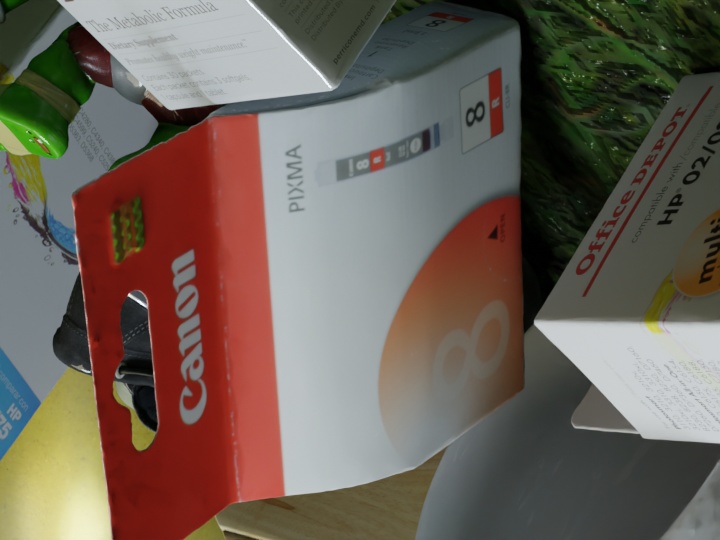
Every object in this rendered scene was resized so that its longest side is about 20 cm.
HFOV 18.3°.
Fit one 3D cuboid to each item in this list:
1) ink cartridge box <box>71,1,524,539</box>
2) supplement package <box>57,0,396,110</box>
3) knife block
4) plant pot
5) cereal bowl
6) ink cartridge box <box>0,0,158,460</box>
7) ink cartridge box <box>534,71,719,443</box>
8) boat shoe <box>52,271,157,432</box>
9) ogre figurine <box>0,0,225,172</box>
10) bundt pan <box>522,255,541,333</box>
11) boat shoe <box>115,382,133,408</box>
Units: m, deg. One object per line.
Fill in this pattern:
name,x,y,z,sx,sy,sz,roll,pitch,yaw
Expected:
ink cartridge box,-0.013,0.009,0.809,0.050,0.200,0.163,17,124,32
supplement package,-0.074,-0.160,0.723,0.200,0.110,0.113,44,157,-26
knife block,0.026,0.103,1.026,0.201,0.175,0.064,62,-179,30
plant pot,-0.136,0.053,1.219,0.199,0.200,0.143,23,134,25
cereal bowl,0.114,0.080,0.856,0.083,0.201,0.200,37,159,-20
ink cartridge box,-0.193,-0.042,1.028,0.146,0.201,0.146,18,152,35
ink cartridge box,0.138,-0.007,0.742,0.068,0.115,0.199,44,157,-24
boat shoe,-0.075,0.037,0.947,0.070,0.067,0.200,30,177,17
ogre figurine,-0.078,-0.083,0.889,0.199,0.120,0.098,28,163,18
bundt pan,0.000,0.000,1.016,0.201,0.076,0.202,29,158,13
boat shoe,-0.028,0.058,1.137,0.199,0.073,0.062,16,151,-14
